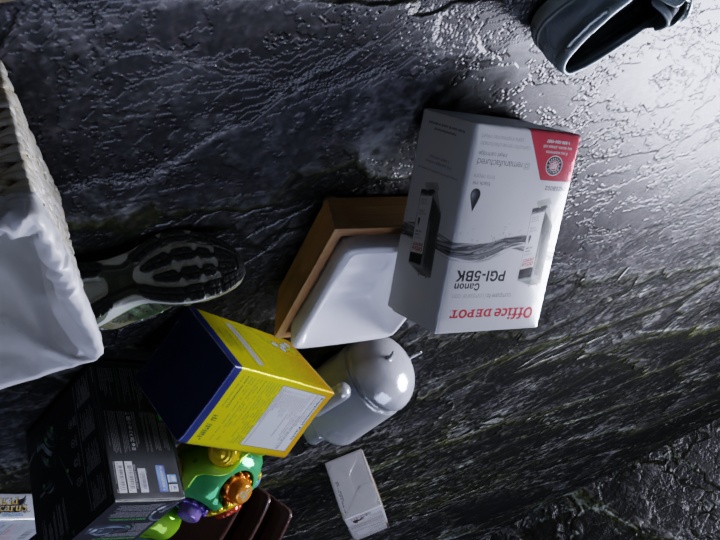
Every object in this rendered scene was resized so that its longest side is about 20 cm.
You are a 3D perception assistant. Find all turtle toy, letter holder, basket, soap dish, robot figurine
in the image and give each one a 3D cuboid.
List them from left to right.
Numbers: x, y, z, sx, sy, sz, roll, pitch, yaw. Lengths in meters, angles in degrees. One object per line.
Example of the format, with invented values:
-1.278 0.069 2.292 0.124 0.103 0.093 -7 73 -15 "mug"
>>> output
-0.305 -0.017 0.595 0.197 0.162 0.199 -15 151 -12 "basket"
-0.204 0.267 1.065 0.198 0.102 0.146 -22 178 3 "turtle toy"
-0.218 0.426 1.333 0.201 0.141 0.101 -56 155 -15 "letter holder"
-0.005 0.163 1.165 0.199 0.114 0.169 -39 168 28 "robot figurine"
0.000 0.000 0.927 0.155 0.082 0.201 -4 147 -30 "soap dish"

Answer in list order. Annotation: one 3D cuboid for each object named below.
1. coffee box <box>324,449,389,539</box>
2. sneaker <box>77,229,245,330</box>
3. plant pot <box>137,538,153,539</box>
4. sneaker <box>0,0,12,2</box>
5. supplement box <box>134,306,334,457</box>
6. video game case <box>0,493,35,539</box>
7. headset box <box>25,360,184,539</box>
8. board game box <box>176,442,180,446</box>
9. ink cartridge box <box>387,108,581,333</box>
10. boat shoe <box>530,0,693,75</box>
-0.004 0.435 1.627 0.079 0.114 0.201 -20 152 -4 "coffee box"
-0.211 0.018 0.834 0.197 0.078 0.089 -12 163 -8 "sneaker"
-0.413 0.497 1.350 0.159 0.203 0.201 14 159 20 "plant pot"
-0.198 -0.200 0.457 0.197 0.068 0.090 -17 157 -4 "sneaker"
-0.144 0.136 0.996 0.109 0.109 0.199 -51 145 7 "supplement box"
-0.567 0.376 1.194 0.199 0.046 0.180 -39 149 26 "video game case"
-0.311 0.234 1.000 0.092 0.176 0.200 13 135 -43 "headset box"
-0.265 0.206 1.117 0.199 0.030 0.095 -36 136 21 "board game box"
0.120 -0.046 0.830 0.145 0.083 0.203 -1 108 -35 "ink cartridge box"
0.246 -0.232 0.720 0.199 0.072 0.070 -30 151 12 "boat shoe"
